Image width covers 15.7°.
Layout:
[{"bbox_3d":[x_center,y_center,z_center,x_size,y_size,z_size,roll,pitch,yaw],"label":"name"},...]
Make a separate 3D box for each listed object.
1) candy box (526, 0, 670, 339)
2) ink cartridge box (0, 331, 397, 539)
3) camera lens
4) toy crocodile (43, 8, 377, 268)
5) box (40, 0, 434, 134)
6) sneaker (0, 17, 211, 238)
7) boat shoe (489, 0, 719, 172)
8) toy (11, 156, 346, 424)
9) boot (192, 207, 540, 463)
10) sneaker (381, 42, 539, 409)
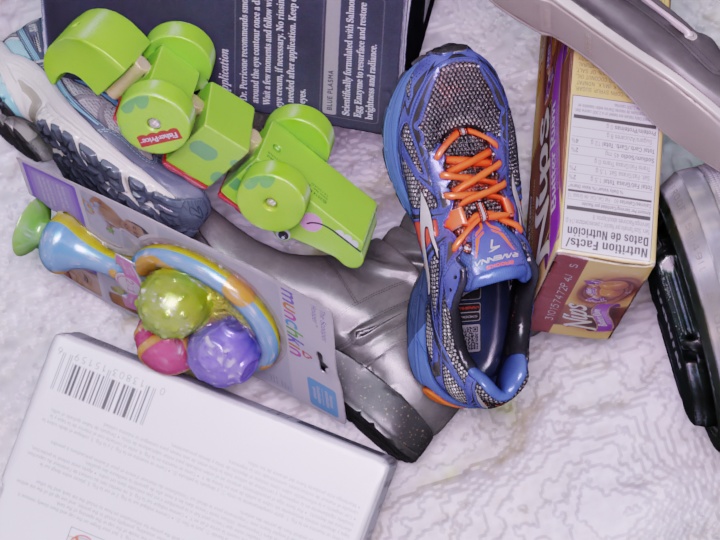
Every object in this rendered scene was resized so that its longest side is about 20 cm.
[{"bbox_3d":[0.126,-0.076,1.402,0.056,0.117,0.200,9,69,-4],"label":"candy box"},{"bbox_3d":[-0.102,0.149,1.430,0.200,0.044,0.174,21,92,8],"label":"ink cartridge box"},{"bbox_3d":[0.258,0.006,1.372,0.200,0.160,0.160,-15,78,1],"label":"camera lens"},{"bbox_3d":[-0.074,-0.067,1.363,0.200,0.062,0.068,34,40,-19],"label":"toy crocodile"},{"bbox_3d":[-0.053,-0.194,1.420,0.200,0.118,0.197,11,49,6],"label":"box"},{"bbox_3d":[-0.138,-0.089,1.436,0.086,0.078,0.200,-41,51,-14],"label":"sneaker"},{"bbox_3d":[0.145,-0.121,1.323,0.200,0.067,0.057,38,74,12],"label":"boat shoe"},{"bbox_3d":[-0.105,0.022,1.399,0.200,0.115,0.047,29,64,21],"label":"toy"},{"bbox_3d":[0.000,0.000,1.448,0.200,0.068,0.131,41,79,3],"label":"boot"},{"bbox_3d":[0.062,-0.020,1.360,0.075,0.078,0.200,-14,106,-18],"label":"sneaker"}]
